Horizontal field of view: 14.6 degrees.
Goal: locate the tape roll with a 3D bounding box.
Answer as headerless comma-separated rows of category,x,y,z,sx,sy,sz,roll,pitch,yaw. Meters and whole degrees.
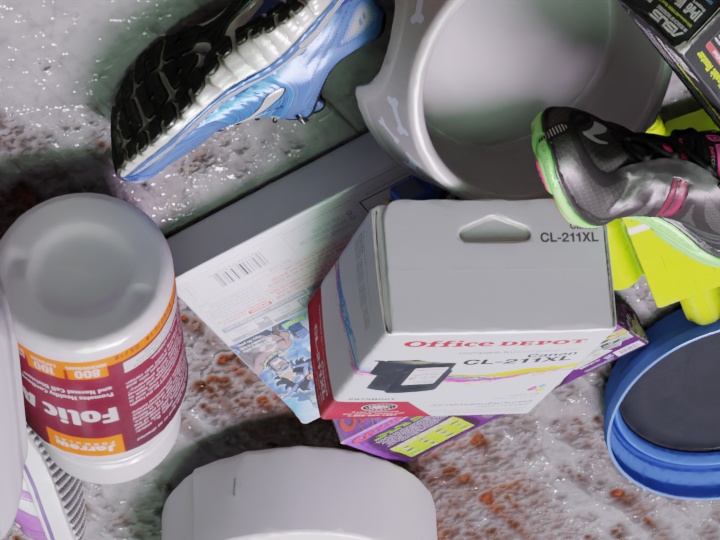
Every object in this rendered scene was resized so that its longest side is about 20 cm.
tape roll,-0.044,0.204,1.995,0.201,0.071,0.203,-1,147,-1

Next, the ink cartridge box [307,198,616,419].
ink cartridge box,0.058,0.027,1.715,0.145,0.083,0.200,-1,163,-12

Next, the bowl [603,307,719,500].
bowl,0.268,0.087,1.994,0.199,0.040,0.201,-8,138,-7

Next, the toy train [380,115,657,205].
toy train,0.098,-0.073,1.736,0.199,0.034,0.046,-28,130,-13

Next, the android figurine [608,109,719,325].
android figurine,0.234,-0.043,1.838,0.181,0.041,0.200,-20,139,9

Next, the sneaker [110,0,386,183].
sneaker,-0.066,-0.108,1.661,0.200,0.079,0.089,-34,132,22

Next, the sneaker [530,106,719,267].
sneaker,0.177,-0.061,1.628,0.199,0.077,0.084,13,144,-40

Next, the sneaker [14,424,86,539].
sneaker,-0.259,0.126,1.889,0.114,0.073,0.201,-12,133,10

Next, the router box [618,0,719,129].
router box,0.253,-0.154,1.640,0.150,0.062,0.200,-46,145,2

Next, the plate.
plate,-0.236,0.026,1.680,0.032,0.201,0.200,-15,140,-14

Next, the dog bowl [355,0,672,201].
dog bowl,0.097,-0.125,1.646,0.199,0.059,0.201,-12,123,-19

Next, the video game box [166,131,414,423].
video game box,0.000,0.000,1.823,0.199,0.047,0.182,-27,134,15

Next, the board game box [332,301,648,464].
board game box,0.089,0.073,1.908,0.199,0.032,0.120,-27,164,15

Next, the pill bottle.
pill bottle,-0.167,0.049,1.767,0.113,0.115,0.200,-9,150,-4
